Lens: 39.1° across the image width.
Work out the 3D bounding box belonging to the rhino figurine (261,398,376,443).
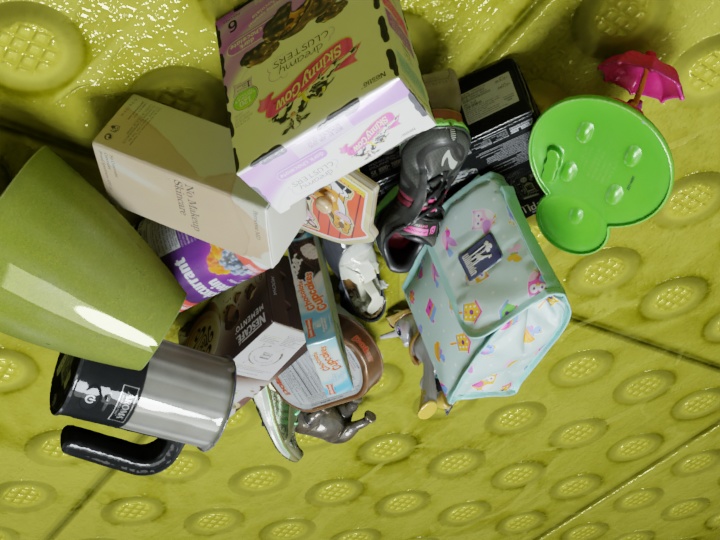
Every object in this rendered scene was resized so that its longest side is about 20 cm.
[{"bbox_3d":[-0.079,0.213,1.517,0.198,0.060,0.088,19,131,-33],"label":"rhino figurine"}]

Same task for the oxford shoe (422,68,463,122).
[{"bbox_3d":[0.012,-0.167,1.057,0.196,0.076,0.070,-2,167,16],"label":"oxford shoe"}]

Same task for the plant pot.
[{"bbox_3d":[-0.283,0.009,1.029,0.198,0.188,0.187,33,129,-11],"label":"plant pot"}]

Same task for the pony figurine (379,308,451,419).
[{"bbox_3d":[0.114,0.072,1.313,0.166,0.201,0.193,32,110,-35],"label":"pony figurine"}]

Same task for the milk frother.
[{"bbox_3d":[-0.269,0.118,1.209,0.186,0.202,0.181,20,130,-27],"label":"milk frother"}]

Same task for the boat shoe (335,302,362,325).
[{"bbox_3d":[-0.038,0.105,1.357,0.087,0.074,0.202,-56,149,-15],"label":"boat shoe"}]

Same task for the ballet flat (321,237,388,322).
[{"bbox_3d":[0.000,0.000,1.254,0.072,0.074,0.201,-12,143,0],"label":"ballet flat"}]

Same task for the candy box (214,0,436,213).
[{"bbox_3d":[-0.037,-0.179,0.907,0.166,0.202,0.071,-27,141,18],"label":"candy box"}]

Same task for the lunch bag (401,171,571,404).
[{"bbox_3d":[0.136,0.019,1.093,0.120,0.172,0.201,-5,144,-23],"label":"lunch bag"}]

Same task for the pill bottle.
[{"bbox_3d":[-0.196,-0.018,1.140,0.198,0.113,0.111,-25,142,16],"label":"pill bottle"}]

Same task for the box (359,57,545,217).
[{"bbox_3d":[0.115,-0.116,1.127,0.197,0.087,0.164,-24,142,15],"label":"box"}]

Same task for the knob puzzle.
[{"bbox_3d":[-0.068,-0.083,1.062,0.218,0.031,0.220,32,160,13],"label":"knob puzzle"}]

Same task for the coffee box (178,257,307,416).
[{"bbox_3d":[-0.144,0.083,1.285,0.079,0.114,0.200,21,133,-36],"label":"coffee box"}]

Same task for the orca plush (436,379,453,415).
[{"bbox_3d":[0.128,0.120,1.478,0.070,0.106,0.201,31,153,18],"label":"orca plush"}]

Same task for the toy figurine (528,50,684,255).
[{"bbox_3d":[0.272,-0.142,1.067,0.148,0.185,0.202,27,140,14],"label":"toy figurine"}]

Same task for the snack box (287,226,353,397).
[{"bbox_3d":[-0.051,0.029,1.170,0.036,0.202,0.117,-15,143,1],"label":"snack box"}]

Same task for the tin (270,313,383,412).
[{"bbox_3d":[-0.053,0.121,1.304,0.199,0.113,0.042,-24,-171,47],"label":"tin"}]

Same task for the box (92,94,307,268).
[{"bbox_3d":[-0.156,-0.089,1.005,0.197,0.078,0.096,21,145,17],"label":"box"}]

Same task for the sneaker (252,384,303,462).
[{"bbox_3d":[-0.104,0.184,1.429,0.087,0.077,0.202,-25,121,-9],"label":"sneaker"}]

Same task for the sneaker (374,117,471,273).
[{"bbox_3d":[0.066,-0.073,1.026,0.075,0.085,0.201,0,142,-17],"label":"sneaker"}]
